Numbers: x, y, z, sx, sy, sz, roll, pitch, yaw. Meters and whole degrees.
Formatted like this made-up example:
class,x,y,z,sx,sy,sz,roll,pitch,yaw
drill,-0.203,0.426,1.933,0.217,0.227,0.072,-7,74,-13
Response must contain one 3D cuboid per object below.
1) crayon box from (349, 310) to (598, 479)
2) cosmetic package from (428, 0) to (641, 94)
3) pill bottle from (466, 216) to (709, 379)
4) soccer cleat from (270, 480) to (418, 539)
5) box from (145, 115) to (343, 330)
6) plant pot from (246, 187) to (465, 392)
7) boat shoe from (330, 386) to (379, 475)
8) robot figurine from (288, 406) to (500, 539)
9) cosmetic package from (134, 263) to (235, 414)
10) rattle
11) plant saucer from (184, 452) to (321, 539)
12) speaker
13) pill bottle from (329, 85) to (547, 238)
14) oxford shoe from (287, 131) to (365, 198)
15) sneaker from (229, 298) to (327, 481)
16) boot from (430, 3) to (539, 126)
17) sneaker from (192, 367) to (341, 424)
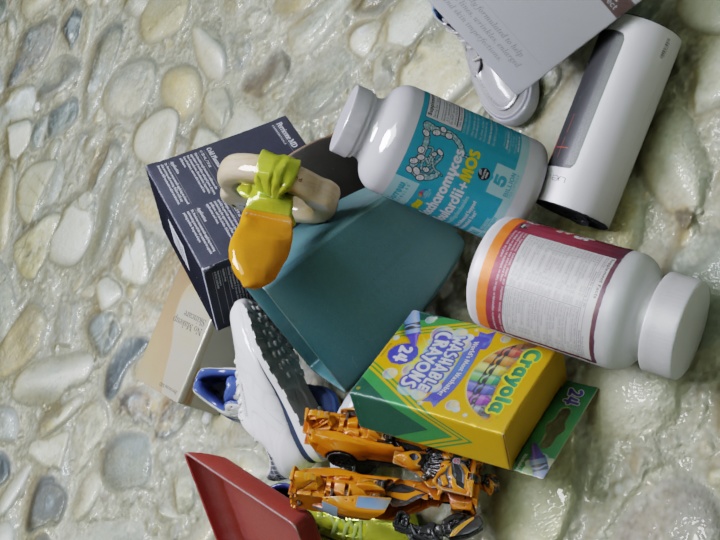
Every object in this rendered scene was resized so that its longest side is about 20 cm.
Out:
class,x,y,z,sx,sy,sz,roll,pitch,yaw
crayon box,0.107,0.113,1.244,0.199,0.052,0.126,12,45,31
cosmetic package,0.168,-0.318,1.313,0.165,0.165,0.200,-37,21,27
pill bottle,0.206,0.026,1.194,0.199,0.110,0.110,18,85,29
soccer cleat,-0.026,0.257,1.361,0.200,0.084,0.065,2,79,45
box,-0.124,-0.058,1.514,0.182,0.104,0.200,-22,47,-13
plant pot,0.000,0.000,1.373,0.200,0.142,0.141,-40,15,-9
boat shoe,0.033,0.138,1.365,0.071,0.072,0.201,21,86,51
robot figurine,0.036,0.193,1.276,0.199,0.058,0.145,5,51,8
cosmetic package,-0.189,0.063,1.612,0.105,0.071,0.201,18,86,46
rattle,-0.106,-0.039,1.343,0.200,0.130,0.144,-13,74,59
plant saucer,-0.090,0.291,1.370,0.037,0.200,0.200,-33,34,-28
speaker,0.241,-0.143,1.280,0.081,0.081,0.201,21,88,46
pill bottle,0.074,-0.110,1.287,0.111,0.199,0.111,-158,90,-81
oxford shoe,-0.010,-0.130,1.470,0.071,0.199,0.072,28,135,59
sneaker,-0.104,0.128,1.418,0.080,0.076,0.201,-29,76,27
boot,0.124,-0.248,1.425,0.073,0.095,0.200,-39,50,26
sneaker,-0.111,0.152,1.488,0.200,0.088,0.076,3,73,43
